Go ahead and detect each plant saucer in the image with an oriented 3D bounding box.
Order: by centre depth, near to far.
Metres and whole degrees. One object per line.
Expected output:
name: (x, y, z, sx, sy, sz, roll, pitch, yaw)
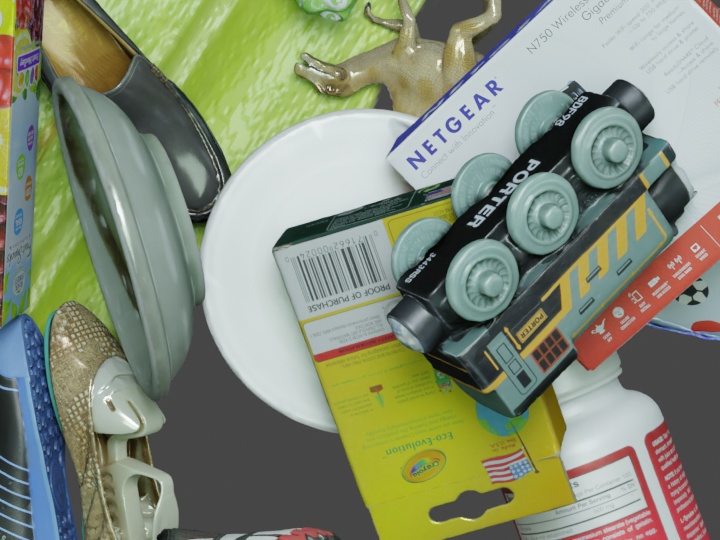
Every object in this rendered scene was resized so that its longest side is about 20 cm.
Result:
plant saucer: (-0.131, -0.025, 1.603, 0.050, 0.200, 0.201, -18, 93, -11)

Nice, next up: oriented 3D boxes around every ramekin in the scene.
ramekin: (0.000, 0.000, 1.673, 0.202, 0.094, 0.203, 0, 92, -4)

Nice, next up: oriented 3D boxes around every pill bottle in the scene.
pill bottle: (0.151, 0.147, 1.682, 0.112, 0.112, 0.201, -21, 93, -4)

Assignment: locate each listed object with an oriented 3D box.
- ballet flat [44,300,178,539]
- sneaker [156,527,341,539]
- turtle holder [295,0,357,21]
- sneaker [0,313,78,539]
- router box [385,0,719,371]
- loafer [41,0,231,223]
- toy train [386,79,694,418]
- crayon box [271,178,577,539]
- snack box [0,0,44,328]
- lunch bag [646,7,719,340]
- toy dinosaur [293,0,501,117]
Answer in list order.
ballet flat: (-0.146, 0.115, 1.674, 0.065, 0.070, 0.201, -5, 101, 34)
sneaker: (-0.081, 0.190, 1.644, 0.098, 0.200, 0.071, 14, 101, 29)
turtle holder: (0.015, -0.252, 1.639, 0.132, 0.141, 0.186, 35, 74, -5)
sneaker: (-0.223, 0.130, 1.670, 0.078, 0.070, 0.201, -9, 87, 8)
router box: (0.147, -0.072, 1.582, 0.179, 0.049, 0.200, 45, 108, -6)
loafer: (-0.154, -0.108, 1.666, 0.073, 0.072, 0.200, -44, 95, -3)
toy train: (0.103, -0.013, 1.506, 0.200, 0.085, 0.114, -46, 122, -15)
crayon box: (0.041, 0.056, 1.584, 0.127, 0.051, 0.201, -16, 103, 13)
snack box: (-0.283, -0.075, 1.626, 0.168, 0.068, 0.201, 7, 101, 9)
lunch bag: (0.211, -0.060, 1.672, 0.169, 0.124, 0.201, 13, 103, -6)
toy dinosaur: (0.062, -0.129, 1.685, 0.199, 0.058, 0.102, 13, 90, 21)
